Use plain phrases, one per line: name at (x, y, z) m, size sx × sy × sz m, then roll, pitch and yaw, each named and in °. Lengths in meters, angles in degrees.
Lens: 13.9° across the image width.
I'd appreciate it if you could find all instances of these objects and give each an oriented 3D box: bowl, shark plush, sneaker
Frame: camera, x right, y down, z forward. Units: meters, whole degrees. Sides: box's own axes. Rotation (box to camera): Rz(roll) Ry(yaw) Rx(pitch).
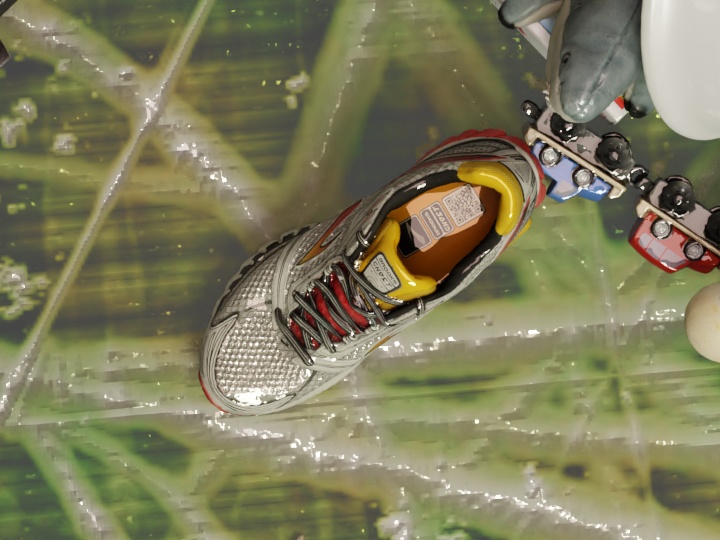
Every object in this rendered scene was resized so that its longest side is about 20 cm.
bowl at (0.222, -0.145, 1.396) m, size 0.090 × 0.201 × 0.201 m, roll 23°, pitch 89°, yaw 31°
shark plush at (0.158, -0.151, 1.421) m, size 0.200 × 0.083 × 0.091 m, roll -43°, pitch 93°, yaw -2°
sneaker at (0.000, 0.000, 1.443) m, size 0.200 × 0.082 × 0.078 m, roll -39°, pitch 93°, yaw 8°

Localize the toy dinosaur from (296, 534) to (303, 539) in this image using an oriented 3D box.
toy dinosaur at (-0.109, 0.204, 1.456) m, size 0.200 × 0.058 × 0.101 m, roll -19°, pitch 91°, yaw -3°

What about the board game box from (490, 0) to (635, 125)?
board game box at (0.103, -0.188, 1.476) m, size 0.126 × 0.035 × 0.200 m, roll -44°, pitch 93°, yaw -2°

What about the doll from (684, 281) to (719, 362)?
doll at (0.238, -0.017, 1.456) m, size 0.200 × 0.048 × 0.136 m, roll -34°, pitch 85°, yaw -20°

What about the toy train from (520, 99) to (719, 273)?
toy train at (0.159, -0.021, 1.485) m, size 0.200 × 0.034 × 0.046 m, roll 34°, pitch 99°, yaw -4°

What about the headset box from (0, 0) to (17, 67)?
headset box at (-0.258, -0.156, 1.433) m, size 0.149 × 0.077 × 0.200 m, roll -44°, pitch 92°, yaw -2°
